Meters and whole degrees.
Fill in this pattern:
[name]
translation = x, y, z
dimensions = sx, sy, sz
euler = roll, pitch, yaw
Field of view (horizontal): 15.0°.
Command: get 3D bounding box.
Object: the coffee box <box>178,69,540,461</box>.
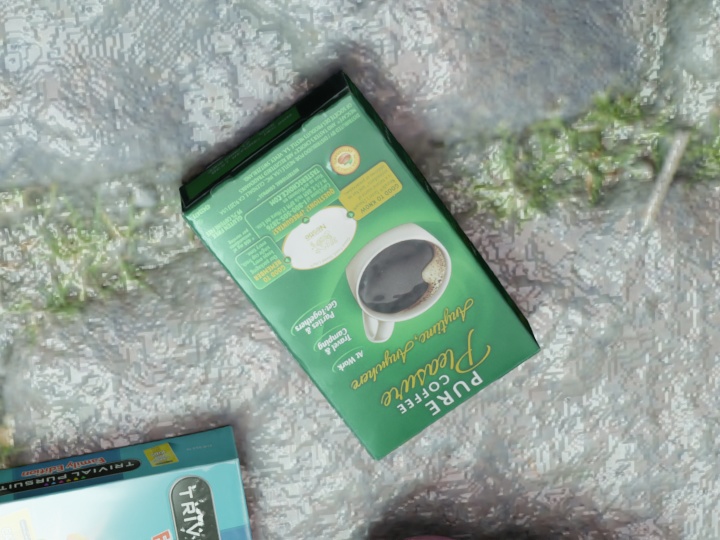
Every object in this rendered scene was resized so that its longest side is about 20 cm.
[coffee box]
translation = 0.000, 0.000, 1.563
dimensions = 0.123, 0.044, 0.200
euler = -36, 112, 7

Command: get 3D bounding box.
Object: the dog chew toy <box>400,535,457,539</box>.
[dog chew toy]
translation = 0.088, 0.217, 1.628
dimensions = 0.199, 0.125, 0.125
euler = -2, 113, -16

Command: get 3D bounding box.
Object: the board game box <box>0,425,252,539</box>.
[board game box]
translation = -0.160, 0.186, 1.612
dimensions = 0.199, 0.047, 0.152
euler = -11, 113, -4
